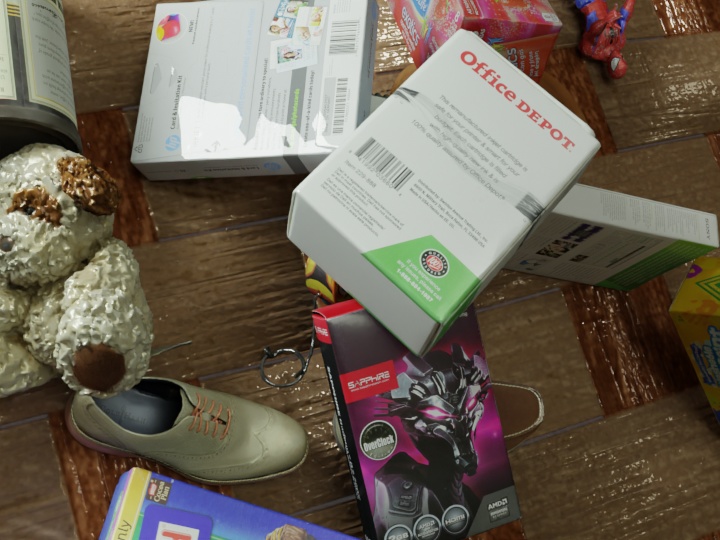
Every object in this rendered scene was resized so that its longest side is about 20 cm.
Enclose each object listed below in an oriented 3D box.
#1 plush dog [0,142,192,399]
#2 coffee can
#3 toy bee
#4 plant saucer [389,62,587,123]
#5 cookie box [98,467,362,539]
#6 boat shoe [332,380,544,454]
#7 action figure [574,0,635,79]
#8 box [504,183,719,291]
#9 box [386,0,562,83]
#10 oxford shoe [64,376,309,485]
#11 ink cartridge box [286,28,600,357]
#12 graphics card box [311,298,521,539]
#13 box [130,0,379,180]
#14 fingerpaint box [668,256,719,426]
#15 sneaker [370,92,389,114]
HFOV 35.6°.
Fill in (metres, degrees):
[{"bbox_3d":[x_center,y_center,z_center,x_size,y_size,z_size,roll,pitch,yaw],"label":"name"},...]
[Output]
[{"bbox_3d":[-0.220,-0.008,0.831,0.160,0.197,0.175,-32,113,-57],"label":"plush dog"},{"bbox_3d":[-0.298,-0.178,0.864,0.144,0.146,0.204,-4,73,-23],"label":"coffee can"},{"bbox_3d":[0.000,0.000,0.937,0.129,0.110,0.201,11,40,18],"label":"toy bee"},{"bbox_3d":[0.125,-0.149,1.043,0.196,0.038,0.202,10,42,-9],"label":"plant saucer"},{"bbox_3d":[-0.107,0.260,0.833,0.197,0.075,0.174,20,66,-14],"label":"cookie box"},{"bbox_3d":[0.077,0.127,0.957,0.197,0.072,0.077,-5,74,-24],"label":"boat shoe"},{"bbox_3d":[0.250,-0.303,1.168,0.064,0.099,0.203,-13,80,-24],"label":"action figure"},{"bbox_3d":[0.203,-0.031,1.024,0.197,0.144,0.037,12,69,-19],"label":"box"},{"bbox_3d":[0.097,-0.244,1.035,0.098,0.096,0.202,2,43,-18],"label":"box"},{"bbox_3d":[-0.128,0.124,0.872,0.197,0.074,0.072,10,68,-19],"label":"oxford shoe"},{"bbox_3d":[0.063,-0.061,0.847,0.146,0.084,0.200,41,68,10],"label":"ink cartridge box"},{"bbox_3d":[0.045,0.115,0.884,0.123,0.051,0.204,-14,96,-16],"label":"graphics card box"},{"bbox_3d":[-0.088,-0.157,0.944,0.196,0.041,0.159,-1,68,15],"label":"box"},{"bbox_3d":[0.391,0.088,1.006,0.074,0.165,0.201,-53,128,-28],"label":"fingerpaint box"},{"bbox_3d":[-0.007,-0.103,0.969,0.197,0.070,0.095,13,82,20],"label":"sneaker"}]
